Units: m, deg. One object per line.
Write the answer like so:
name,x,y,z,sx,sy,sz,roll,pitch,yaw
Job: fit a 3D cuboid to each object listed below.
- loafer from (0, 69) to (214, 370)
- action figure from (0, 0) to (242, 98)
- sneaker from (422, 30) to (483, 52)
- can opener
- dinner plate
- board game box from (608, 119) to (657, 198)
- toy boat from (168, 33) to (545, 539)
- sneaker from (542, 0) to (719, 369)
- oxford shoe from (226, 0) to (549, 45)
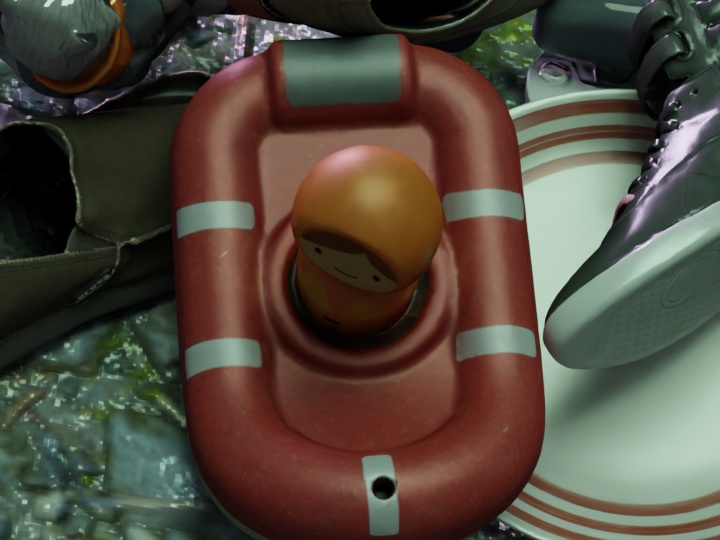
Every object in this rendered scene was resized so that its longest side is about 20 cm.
loafer,-0.104,-0.024,1.043,0.073,0.071,0.200,37,48,18
action figure,-0.068,-0.128,1.062,0.105,0.200,0.193,52,36,-3
sneaker,0.012,-0.178,1.222,0.083,0.072,0.200,-16,55,-32
can opener,0.165,-0.066,1.164,0.199,0.067,0.053,15,46,7
dinner plate,0.103,0.021,1.069,0.199,0.024,0.201,2,64,-3
board game box,0.217,-0.035,1.111,0.200,0.037,0.152,31,89,13
toy boat,0.000,0.000,0.983,0.130,0.131,0.201,-4,70,-4
sneaker,0.119,-0.045,1.056,0.200,0.071,0.099,-37,68,-25
oxford shoe,0.034,-0.113,1.082,0.075,0.071,0.200,21,21,35
